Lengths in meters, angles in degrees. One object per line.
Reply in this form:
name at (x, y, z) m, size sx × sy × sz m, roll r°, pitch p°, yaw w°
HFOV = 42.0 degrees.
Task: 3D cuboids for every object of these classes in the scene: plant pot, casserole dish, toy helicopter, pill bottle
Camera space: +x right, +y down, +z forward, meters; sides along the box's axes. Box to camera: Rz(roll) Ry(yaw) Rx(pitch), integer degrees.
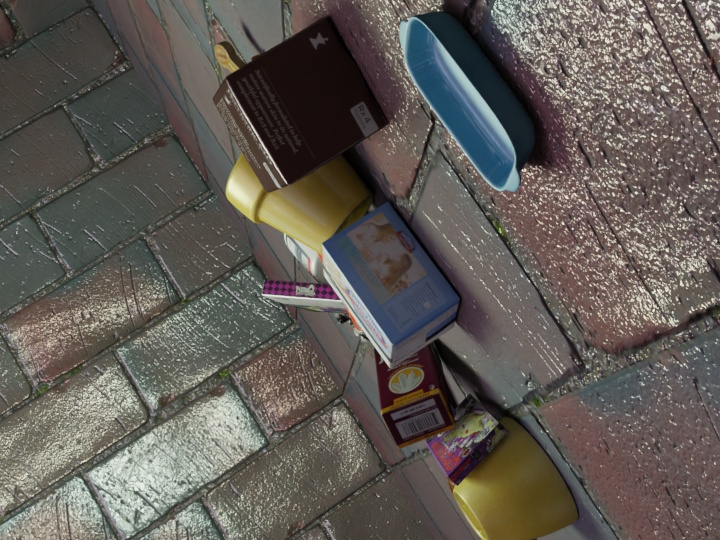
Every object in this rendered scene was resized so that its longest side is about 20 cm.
plant pot at (-0.087, -0.134, 1.534) m, size 0.188 × 0.201 × 0.201 m, roll 40°, pitch 167°, yaw 8°
casserole dish at (0.107, -0.168, 0.908) m, size 0.201 × 0.039 × 0.121 m, roll 55°, pitch 169°, yaw 13°
plant pot at (0.236, 0.363, 1.529) m, size 0.201 × 0.141 × 0.200 m, roll 55°, pitch 169°, yaw 16°
toy helicopter at (-0.195, -0.343, 1.686) m, size 0.200 × 0.079 × 0.133 m, roll 48°, pitch 150°, yaw 14°
pill bottle at (-0.082, -0.065, 1.847) m, size 0.200 × 0.119 × 0.120 m, roll 47°, pitch 165°, yaw 47°

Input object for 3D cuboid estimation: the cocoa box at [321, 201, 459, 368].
cocoa box at (0.045, 0.024, 1.471) m, size 0.201 × 0.133 × 0.132 m, roll 54°, pitch 168°, yaw 18°

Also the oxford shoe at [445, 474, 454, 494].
oxford shoe at (0.224, 0.442, 2.017) m, size 0.202 × 0.071 × 0.071 m, roll 62°, pitch 164°, yaw -12°

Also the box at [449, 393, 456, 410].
box at (0.132, 0.244, 1.934) m, size 0.200 × 0.049 × 0.200 m, roll 63°, pitch 168°, yaw -27°

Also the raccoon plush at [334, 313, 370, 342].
raccoon plush at (0.007, 0.055, 1.983) m, size 0.134 × 0.096 × 0.202 m, roll 49°, pitch -148°, yaw -55°

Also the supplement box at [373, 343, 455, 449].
supplement box at (0.092, 0.205, 1.662) m, size 0.201 × 0.109 × 0.086 m, roll -97°, pitch -16°, yaw -61°

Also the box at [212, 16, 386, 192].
box at (-0.092, -0.224, 1.316) m, size 0.167 × 0.163 × 0.200 m, roll 59°, pitch 169°, yaw -9°

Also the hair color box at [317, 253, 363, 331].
hair color box at (0.000, 0.000, 1.671) m, size 0.061 × 0.102 × 0.201 m, roll 1°, pitch 129°, yaw 41°

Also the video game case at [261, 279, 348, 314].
video game case at (-0.061, 0.056, 1.819) m, size 0.198 × 0.036 × 0.181 m, roll 3°, pitch 169°, yaw 32°

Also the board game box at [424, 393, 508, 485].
board game box at (0.173, 0.278, 1.569) m, size 0.032 × 0.120 × 0.200 m, roll 40°, pitch 180°, yaw -9°
